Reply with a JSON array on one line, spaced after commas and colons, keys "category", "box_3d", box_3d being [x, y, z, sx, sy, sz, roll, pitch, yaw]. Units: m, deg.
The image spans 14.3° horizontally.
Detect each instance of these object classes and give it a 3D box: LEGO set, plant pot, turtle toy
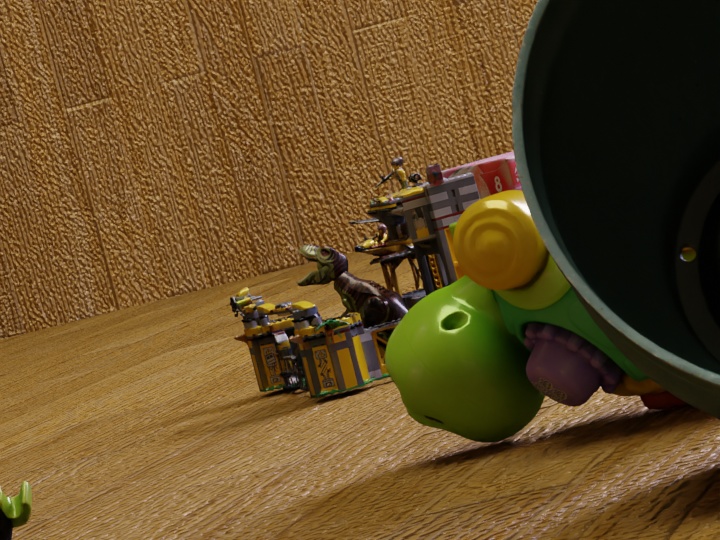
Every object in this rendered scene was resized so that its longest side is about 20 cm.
[{"category": "LEGO set", "box_3d": [0.000, 0.000, 1.665, 0.153, 0.116, 0.200, -15, 3, -7]}, {"category": "plant pot", "box_3d": [0.157, -0.027, 0.950, 0.200, 0.201, 0.134, -14, -24, 4]}, {"category": "turtle toy", "box_3d": [0.098, 0.009, 1.159, 0.200, 0.101, 0.146, -14, 3, 26]}]

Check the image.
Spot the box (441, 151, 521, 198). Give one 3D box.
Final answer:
[{"category": "box", "box_3d": [0.165, -0.044, 1.867, 0.200, 0.103, 0.095, -15, 3, -27]}]

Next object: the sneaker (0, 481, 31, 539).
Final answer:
[{"category": "sneaker", "box_3d": [-0.217, 0.123, 1.120, 0.200, 0.072, 0.083, -22, -39, 24]}]
